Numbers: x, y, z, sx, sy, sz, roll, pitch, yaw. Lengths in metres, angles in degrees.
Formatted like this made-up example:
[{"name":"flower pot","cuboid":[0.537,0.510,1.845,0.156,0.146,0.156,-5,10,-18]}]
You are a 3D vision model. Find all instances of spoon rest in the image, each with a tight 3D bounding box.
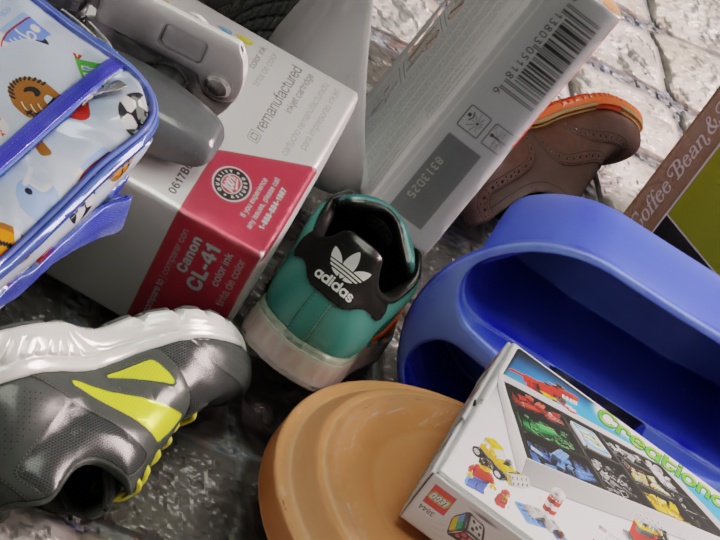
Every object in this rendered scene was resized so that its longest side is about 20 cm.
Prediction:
[{"name":"spoon rest","cuboid":[-0.022,-0.119,1.464,0.061,0.200,0.099,-20,51,-11]}]

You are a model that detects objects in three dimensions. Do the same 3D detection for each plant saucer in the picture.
[{"name":"plant saucer","cuboid":[0.048,0.124,1.316,0.200,0.032,0.200,24,33,-17]}]

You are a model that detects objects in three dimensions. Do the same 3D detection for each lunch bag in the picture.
[{"name":"lunch bag","cuboid":[-0.180,-0.056,1.237,0.160,0.076,0.200,38,42,5]}]

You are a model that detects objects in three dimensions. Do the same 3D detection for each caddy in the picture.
[{"name":"caddy","cuboid":[0.115,0.057,1.433,0.200,0.141,0.105,32,27,-5]}]

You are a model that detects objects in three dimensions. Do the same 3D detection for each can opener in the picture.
[{"name":"can opener","cuboid":[-0.143,-0.121,1.331,0.200,0.053,0.066,30,45,0]}]

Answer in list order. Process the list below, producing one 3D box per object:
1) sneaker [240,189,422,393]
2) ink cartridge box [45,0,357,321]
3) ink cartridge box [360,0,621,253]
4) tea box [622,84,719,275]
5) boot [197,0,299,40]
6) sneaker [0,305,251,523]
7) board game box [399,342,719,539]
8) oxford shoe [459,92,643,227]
[{"name":"sneaker","cuboid":[0.000,0.000,1.424,0.071,0.080,0.200,38,14,-2]},{"name":"ink cartridge box","cuboid":[-0.121,-0.070,1.396,0.200,0.086,0.148,31,42,-2]},{"name":"ink cartridge box","cuboid":[0.063,-0.107,1.545,0.050,0.162,0.200,37,14,-10]},{"name":"tea box","cuboid":[0.271,-0.012,1.614,0.134,0.200,0.197,-8,52,-48]},{"name":"boot","cuboid":[-0.102,-0.156,1.544,0.132,0.070,0.200,18,1,22]},{"name":"sneaker","cuboid":[-0.116,0.068,1.281,0.200,0.074,0.085,-4,74,-53]},{"name":"board game box","cuboid":[0.123,0.128,1.319,0.200,0.035,0.126,36,32,0]},{"name":"oxford shoe","cuboid":[0.103,-0.059,1.663,0.200,0.071,0.073,-8,80,-52]}]
